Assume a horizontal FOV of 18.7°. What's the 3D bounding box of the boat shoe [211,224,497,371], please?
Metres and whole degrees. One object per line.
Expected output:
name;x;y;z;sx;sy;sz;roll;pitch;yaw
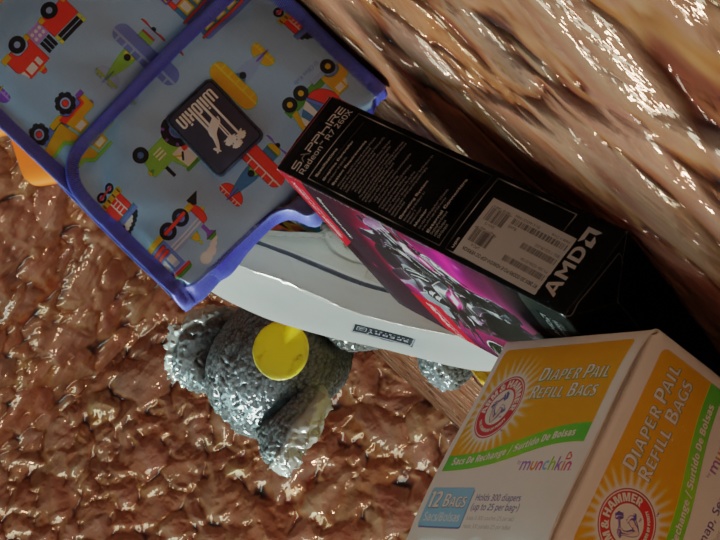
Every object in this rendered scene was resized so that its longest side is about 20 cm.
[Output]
boat shoe;0.000;0.000;1.251;0.200;0.066;0.072;14;159;-2

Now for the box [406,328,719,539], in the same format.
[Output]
box;0.137;0.120;0.909;0.200;0.101;0.112;37;159;-23

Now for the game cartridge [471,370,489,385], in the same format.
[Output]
game cartridge;0.125;0.091;1.442;0.200;0.032;0.176;39;-173;-28

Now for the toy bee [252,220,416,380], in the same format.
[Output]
toy bee;-0.003;0.004;1.328;0.200;0.131;0.109;-3;-155;-40

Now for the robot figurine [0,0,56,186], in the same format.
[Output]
robot figurine;-0.185;-0.152;1.286;0.117;0.144;0.200;-68;-35;-83

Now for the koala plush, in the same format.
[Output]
koala plush;-0.037;0.038;1.566;0.177;0.200;0.184;42;176;33

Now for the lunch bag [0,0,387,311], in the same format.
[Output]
lunch bag;-0.090;-0.084;1.130;0.200;0.151;0.094;42;176;23

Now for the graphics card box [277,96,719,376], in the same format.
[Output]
graphics card box;0.064;0.000;0.998;0.200;0.051;0.125;27;165;43
